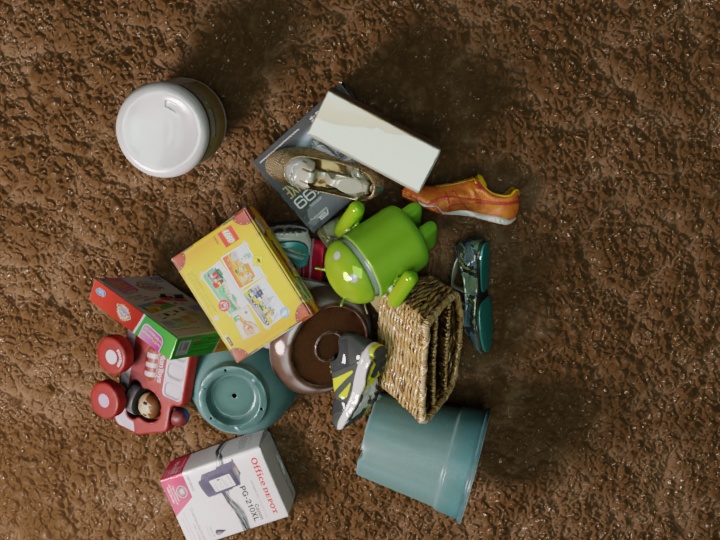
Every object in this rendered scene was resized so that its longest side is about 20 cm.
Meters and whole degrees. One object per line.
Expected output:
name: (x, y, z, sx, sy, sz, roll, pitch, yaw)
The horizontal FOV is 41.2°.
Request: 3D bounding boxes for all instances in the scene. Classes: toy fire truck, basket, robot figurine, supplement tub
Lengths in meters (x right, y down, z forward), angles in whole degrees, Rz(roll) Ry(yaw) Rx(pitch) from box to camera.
toy fire truck: (-0.361, 0.193, 1.652, 0.167, 0.112, 0.202, 19, 107, 25)
basket: (0.121, 0.126, 1.588, 0.142, 0.149, 0.202, -13, 117, -27)
robot figurine: (0.029, -0.025, 1.536, 0.199, 0.116, 0.176, -32, 70, -13)
supplement tub: (-0.293, -0.231, 1.526, 0.143, 0.200, 0.146, 1, 104, 4)

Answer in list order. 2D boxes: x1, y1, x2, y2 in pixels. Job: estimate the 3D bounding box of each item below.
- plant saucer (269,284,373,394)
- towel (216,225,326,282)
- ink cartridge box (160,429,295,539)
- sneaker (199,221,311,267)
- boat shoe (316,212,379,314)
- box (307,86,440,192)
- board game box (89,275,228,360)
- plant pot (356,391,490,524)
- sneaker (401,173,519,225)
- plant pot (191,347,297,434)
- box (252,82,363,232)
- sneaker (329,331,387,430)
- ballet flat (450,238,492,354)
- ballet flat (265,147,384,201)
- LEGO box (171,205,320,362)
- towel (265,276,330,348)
plant saucer: (-0.059, 0.124, 1.632, 0.199, 0.032, 0.202, -12, 115, -27)
towel: (-0.160, 0.004, 1.667, 0.198, 0.022, 0.146, 8, 103, 2)
ink cartridge box: (-0.237, 0.393, 1.735, 0.198, 0.084, 0.146, -20, 102, 9)
sneaker: (-0.182, -0.033, 1.617, 0.198, 0.078, 0.080, -1, 110, 6)
boat shoe: (0.000, 0.000, 1.634, 0.062, 0.073, 0.201, -27, 96, 18)
box: (0.022, -0.207, 1.516, 0.199, 0.095, 0.078, 27, 104, -6)
board game box: (-0.326, 0.073, 1.590, 0.199, 0.153, 0.041, 31, 107, 27)
plant pot: (0.105, 0.307, 1.646, 0.194, 0.200, 0.202, 15, 105, 9)
sneaker: (0.166, -0.126, 1.594, 0.198, 0.073, 0.078, 6, 101, -9)
plant pot: (-0.210, 0.200, 1.661, 0.198, 0.134, 0.202, 1, 104, 4)
box: (-0.055, -0.187, 1.598, 0.200, 0.050, 0.158, -39, 99, 11)
sneaker: (-0.015, 0.182, 1.623, 0.084, 0.074, 0.201, 37, 127, 24)
ballet flat: (0.188, 0.042, 1.639, 0.073, 0.074, 0.202, -1, 102, 4)
ballet flat: (-0.059, -0.155, 1.547, 0.198, 0.065, 0.071, 8, 107, 1)
LEGO box: (-0.182, 0.021, 1.537, 0.148, 0.077, 0.201, -32, 92, 9)
towel: (-0.105, 0.078, 1.634, 0.198, 0.034, 0.134, 11, 101, -26)
